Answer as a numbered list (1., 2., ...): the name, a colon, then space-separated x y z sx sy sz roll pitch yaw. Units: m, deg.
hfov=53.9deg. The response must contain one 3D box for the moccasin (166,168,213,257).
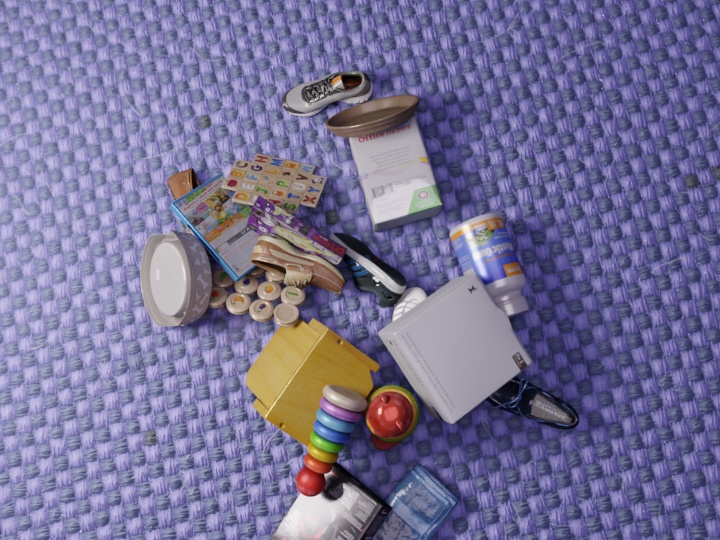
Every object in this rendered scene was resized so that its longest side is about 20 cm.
1. moccasin: -0.332 -0.120 1.475 0.077 0.074 0.202 -27 70 6

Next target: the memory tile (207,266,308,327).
1. memory tile: -0.206 0.034 1.425 0.198 0.017 0.154 14 49 4

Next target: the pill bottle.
1. pill bottle: 0.260 -0.002 1.401 0.111 0.112 0.201 -20 79 -1

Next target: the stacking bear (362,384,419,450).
1. stacking bear: 0.054 0.267 1.315 0.113 0.200 0.122 -25 79 -2

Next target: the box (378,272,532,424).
1. box: 0.174 0.143 1.323 0.199 0.131 0.200 -34 92 -13

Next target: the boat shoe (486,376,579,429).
1. boat shoe: 0.330 0.247 1.372 0.198 0.069 0.085 15 80 7

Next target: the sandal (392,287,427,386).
1. sandal: 0.110 0.136 1.417 0.082 0.050 0.205 -6 84 18

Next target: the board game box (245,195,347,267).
1. board game box: -0.130 -0.066 1.405 0.199 0.120 0.032 31 71 -5

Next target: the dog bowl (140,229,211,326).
1. dog bowl: -0.364 0.016 1.401 0.199 0.058 0.202 3 95 46

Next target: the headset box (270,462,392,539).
1. headset box: -0.060 0.481 1.326 0.148 0.075 0.201 31 82 27

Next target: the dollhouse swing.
1. dollhouse swing: -0.101 0.210 1.380 0.181 0.176 0.201 36 83 -14

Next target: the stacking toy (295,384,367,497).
1. stacking toy: -0.059 0.312 1.270 0.085 0.085 0.201 21 93 6

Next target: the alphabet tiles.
1. alphabet tiles: -0.176 -0.181 1.458 0.198 0.006 0.167 12 44 5

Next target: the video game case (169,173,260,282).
1. video game case: -0.268 -0.089 1.435 0.200 0.018 0.143 49 49 0

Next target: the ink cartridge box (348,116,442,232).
1. ink cartridge box: 0.070 -0.198 1.459 0.144 0.088 0.202 -16 80 -1

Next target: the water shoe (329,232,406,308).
1. water shoe: 0.000 0.000 1.431 0.200 0.071 0.079 39 114 25

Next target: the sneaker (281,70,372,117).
1. sneaker: -0.073 -0.385 1.504 0.198 0.079 0.075 -14 81 1

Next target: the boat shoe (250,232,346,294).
1. boat shoe: -0.127 0.001 1.410 0.199 0.076 0.074 26 65 4

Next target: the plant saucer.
1. plant saucer: 0.026 -0.314 1.446 0.199 0.200 0.030 -18 114 -1

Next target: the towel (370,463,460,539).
1. towel: 0.086 0.478 1.352 0.112 0.049 0.200 41 84 10
